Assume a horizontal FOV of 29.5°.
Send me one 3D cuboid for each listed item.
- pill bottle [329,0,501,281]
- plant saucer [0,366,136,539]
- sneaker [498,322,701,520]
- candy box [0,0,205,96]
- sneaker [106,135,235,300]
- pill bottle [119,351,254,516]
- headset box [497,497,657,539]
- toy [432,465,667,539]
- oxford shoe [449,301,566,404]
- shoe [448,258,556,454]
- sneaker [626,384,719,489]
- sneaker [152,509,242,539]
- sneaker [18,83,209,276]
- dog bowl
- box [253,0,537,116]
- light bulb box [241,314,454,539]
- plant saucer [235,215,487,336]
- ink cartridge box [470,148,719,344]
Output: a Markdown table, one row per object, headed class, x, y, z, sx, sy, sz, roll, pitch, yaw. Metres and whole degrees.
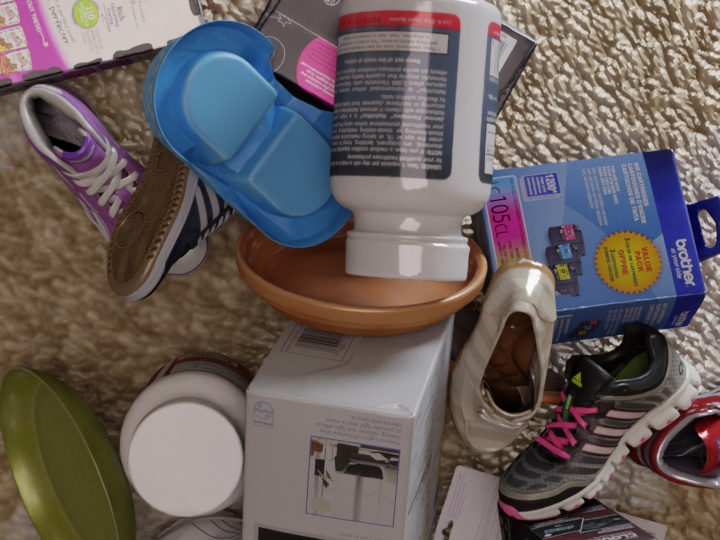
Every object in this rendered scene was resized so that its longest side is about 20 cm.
| class | x | y | z | sx | sy | sz | roll | pitch | yaw |
| --- | --- | --- | --- | --- | --- | --- | --- | --- | --- |
| pill bottle | 0.038 | -0.095 | 0.999 | 0.119 | 0.120 | 0.200 | 4 | 91 | -3 |
| plant saucer | -0.232 | 0.167 | 1.100 | 0.031 | 0.200 | 0.200 | -21 | 95 | -33 |
| sneaker | 0.180 | 0.114 | 1.091 | 0.200 | 0.074 | 0.088 | -37 | 119 | -11 |
| candy box | -0.237 | -0.230 | 1.123 | 0.200 | 0.061 | 0.137 | -13 | 94 | -1 |
| sneaker | -0.126 | -0.046 | 1.094 | 0.108 | 0.070 | 0.200 | 41 | 53 | -39 |
| pill bottle | -0.130 | 0.130 | 1.082 | 0.112 | 0.200 | 0.112 | 0 | 94 | -2 |
| headset box | 0.177 | 0.265 | 1.059 | 0.077 | 0.200 | 0.149 | -10 | 96 | -8 |
| toy | 0.154 | 0.246 | 1.180 | 0.200 | 0.047 | 0.115 | 18 | 89 | -9 |
| oxford shoe | 0.090 | 0.056 | 1.154 | 0.200 | 0.071 | 0.073 | 23 | 88 | -4 |
| shoe | 0.109 | 0.080 | 1.068 | 0.070 | 0.053 | 0.200 | 5 | 131 | -2 |
| sneaker | 0.323 | 0.125 | 1.146 | 0.200 | 0.112 | 0.071 | -22 | 95 | -1 |
| sneaker | -0.095 | 0.243 | 1.147 | 0.200 | 0.087 | 0.075 | -11 | 102 | 0 |
| sneaker | -0.205 | -0.069 | 1.109 | 0.200 | 0.114 | 0.073 | 45 | 89 | -6 |
| dog bowl | -0.084 | -0.103 | 1.041 | 0.200 | 0.050 | 0.112 | 43 | 75 | -31 |
| box | 0.021 | -0.176 | 1.112 | 0.200 | 0.115 | 0.132 | 30 | 90 | -5 |
| light bulb box | -0.007 | 0.146 | 1.057 | 0.125 | 0.198 | 0.200 | 9 | 113 | 10 |
| plant saucer | 0.000 | 0.000 | 1.089 | 0.200 | 0.200 | 0.038 | 4 | 116 | -3 |
| ink cartridge box | 0.199 | -0.020 | 1.127 | 0.200 | 0.076 | 0.137 | -7 | 67 | -4 |
